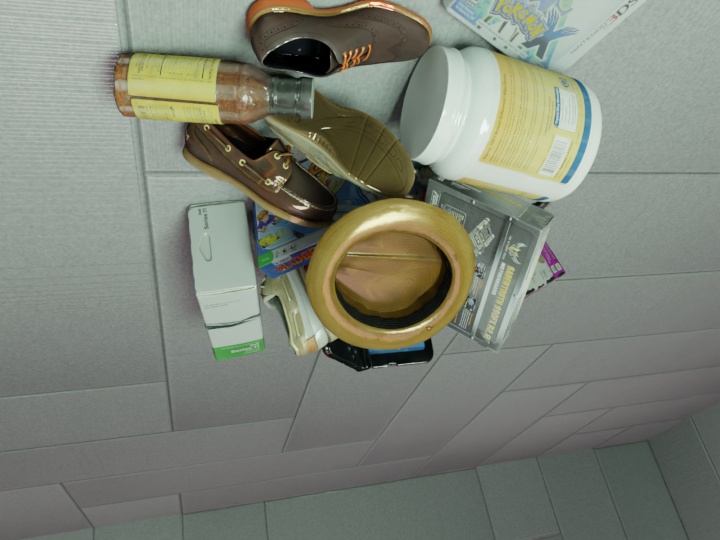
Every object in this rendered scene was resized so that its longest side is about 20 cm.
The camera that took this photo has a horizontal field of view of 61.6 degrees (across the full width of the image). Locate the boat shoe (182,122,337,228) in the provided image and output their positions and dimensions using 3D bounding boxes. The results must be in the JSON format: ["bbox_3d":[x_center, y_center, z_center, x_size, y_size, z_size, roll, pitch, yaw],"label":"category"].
[{"bbox_3d":[-0.111,-0.120,0.695,0.197,0.071,0.071,27,124,-7],"label":"boat shoe"}]

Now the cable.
[{"bbox_3d":[0.154,-0.097,0.814,0.196,0.050,0.099,19,117,6],"label":"cable"}]

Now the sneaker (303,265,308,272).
[{"bbox_3d":[-0.101,0.009,0.971,0.080,0.079,0.202,-5,145,7],"label":"sneaker"}]

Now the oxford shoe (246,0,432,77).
[{"bbox_3d":[-0.015,-0.226,0.616,0.195,0.074,0.072,-5,149,-14],"label":"oxford shoe"}]

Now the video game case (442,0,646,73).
[{"bbox_3d":[0.213,-0.301,0.634,0.197,0.022,0.182,15,139,-39],"label":"video game case"}]

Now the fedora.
[{"bbox_3d":[0.031,-0.004,0.691,0.195,0.082,0.205,-6,119,-11],"label":"fedora"}]

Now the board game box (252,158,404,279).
[{"bbox_3d":[-0.044,-0.088,0.772,0.196,0.138,0.034,-22,146,14],"label":"board game box"}]

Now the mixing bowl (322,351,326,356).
[{"bbox_3d":[0.018,0.075,1.090,0.195,0.111,0.201,-10,152,-6],"label":"mixing bowl"}]

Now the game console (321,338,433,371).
[{"bbox_3d":[0.017,0.040,0.933,0.114,0.204,0.175,-19,151,21],"label":"game console"}]

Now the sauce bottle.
[{"bbox_3d":[-0.145,-0.181,0.615,0.195,0.067,0.067,5,148,-4],"label":"sauce bottle"}]

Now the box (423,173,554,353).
[{"bbox_3d":[0.145,-0.012,0.791,0.048,0.156,0.204,-38,147,-45],"label":"box"}]

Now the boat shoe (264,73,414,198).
[{"bbox_3d":[-0.028,-0.145,0.683,0.197,0.073,0.065,31,169,-3],"label":"boat shoe"}]

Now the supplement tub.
[{"bbox_3d":[0.158,-0.168,0.696,0.195,0.148,0.145,10,144,-20],"label":"supplement tub"}]

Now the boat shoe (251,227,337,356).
[{"bbox_3d":[-0.107,0.022,0.834,0.067,0.202,0.075,-28,160,-15],"label":"boat shoe"}]

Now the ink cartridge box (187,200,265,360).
[{"bbox_3d":[-0.192,0.018,0.879,0.081,0.149,0.201,-8,151,-10],"label":"ink cartridge box"}]

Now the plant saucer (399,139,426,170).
[{"bbox_3d":[-0.002,-0.121,0.852,0.197,0.019,0.070,-24,148,20],"label":"plant saucer"}]

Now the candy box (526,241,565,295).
[{"bbox_3d":[0.219,-0.019,0.921,0.198,0.138,0.061,-19,164,-48],"label":"candy box"}]
